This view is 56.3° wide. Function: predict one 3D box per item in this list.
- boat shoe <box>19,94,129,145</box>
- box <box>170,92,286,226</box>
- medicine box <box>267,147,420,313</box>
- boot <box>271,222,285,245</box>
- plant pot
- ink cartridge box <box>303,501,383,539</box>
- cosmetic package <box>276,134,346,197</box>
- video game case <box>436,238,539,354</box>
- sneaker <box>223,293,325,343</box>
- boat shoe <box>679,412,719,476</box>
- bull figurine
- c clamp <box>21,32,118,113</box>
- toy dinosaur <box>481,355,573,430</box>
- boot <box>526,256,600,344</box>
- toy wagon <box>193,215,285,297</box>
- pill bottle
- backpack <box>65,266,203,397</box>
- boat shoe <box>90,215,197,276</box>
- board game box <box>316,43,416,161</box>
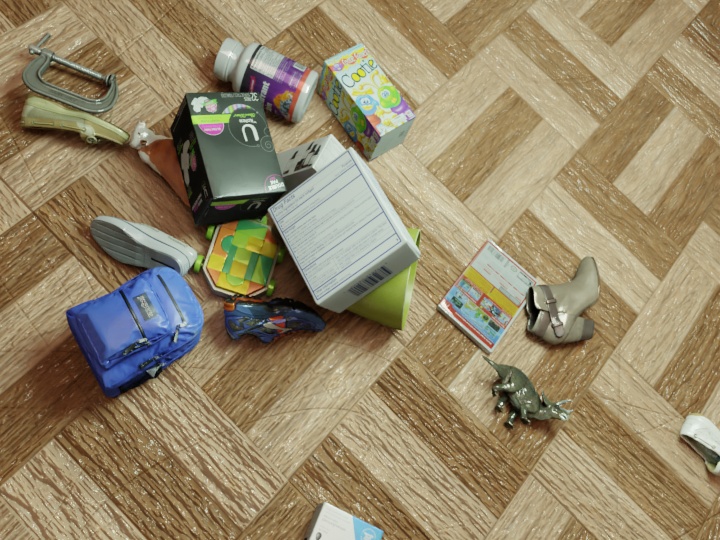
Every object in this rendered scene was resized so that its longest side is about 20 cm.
[{"bbox_3d":[-0.535,-0.269,1.264,0.197,0.073,0.064,18,92,-9],"label":"boat shoe"},{"bbox_3d":[-0.243,-0.204,1.227,0.146,0.124,0.204,-10,77,-32],"label":"box"},{"bbox_3d":[-0.028,-0.066,1.139,0.181,0.103,0.202,-34,69,10],"label":"medicine box"},{"bbox_3d":[-0.082,-0.131,1.300,0.199,0.155,0.072,-37,105,7],"label":"boot"},{"bbox_3d":[0.000,0.000,1.254,0.196,0.188,0.190,10,65,8],"label":"plant pot"},{"bbox_3d":[-0.054,0.499,1.090,0.114,0.068,0.203,26,65,-4],"label":"ink cartridge box"},{"bbox_3d":[-0.119,-0.192,1.272,0.051,0.198,0.083,44,59,-29],"label":"cosmetic package"},{"bbox_3d":[0.263,0.050,1.378,0.143,0.017,0.200,40,65,3],"label":"video game case"},{"bbox_3d":[-0.157,0.093,1.226,0.196,0.075,0.080,8,103,-22],"label":"sneaker"},{"bbox_3d":[0.722,0.382,1.346,0.069,0.071,0.200,-40,75,-23],"label":"boat shoe"},{"bbox_3d":[-0.348,-0.209,1.288,0.121,0.065,0.201,-37,87,-31],"label":"bull figurine"},{"bbox_3d":[-0.554,-0.380,1.297,0.197,0.027,0.173,25,45,-8],"label":"c clamp"},{"bbox_3d":[0.303,0.236,1.297,0.200,0.077,0.102,44,53,10],"label":"toy dinosaur"},{"bbox_3d":[0.413,0.054,1.386,0.143,0.070,0.204,12,69,-12],"label":"boot"},{"bbox_3d":[-0.220,-0.042,1.272,0.152,0.040,0.203,18,66,-8],"label":"toy wagon"},{"bbox_3d":[-0.195,-0.393,1.376,0.197,0.112,0.113,25,65,-4],"label":"pill bottle"},{"bbox_3d":[-0.359,0.094,1.115,0.198,0.168,0.164,-28,85,-27],"label":"backpack"},{"bbox_3d":[-0.390,-0.046,1.220,0.197,0.074,0.067,28,32,5],"label":"boat shoe"},{"bbox_3d":[0.009,-0.354,1.419,0.102,0.105,0.201,-31,79,-23],"label":"board game box"}]
